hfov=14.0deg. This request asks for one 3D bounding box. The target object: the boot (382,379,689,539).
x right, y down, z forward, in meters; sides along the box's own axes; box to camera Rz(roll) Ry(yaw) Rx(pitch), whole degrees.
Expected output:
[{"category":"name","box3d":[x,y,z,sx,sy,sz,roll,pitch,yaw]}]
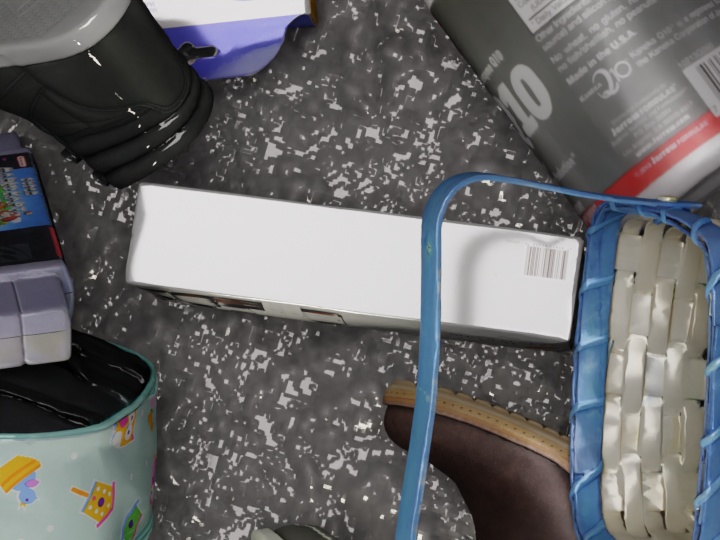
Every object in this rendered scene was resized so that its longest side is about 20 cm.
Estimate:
[{"category":"boot","box3d":[0.070,0.156,1.310,0.199,0.072,0.167,27,89,8]}]

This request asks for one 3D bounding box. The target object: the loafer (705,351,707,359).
[{"category":"loafer","box3d":[0.245,0.075,1.303,0.199,0.070,0.075,31,88,7]}]

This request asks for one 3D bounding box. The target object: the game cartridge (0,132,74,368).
[{"category":"game cartridge","box3d":[-0.196,-0.009,1.281,0.129,0.200,0.039,-11,116,-8]}]

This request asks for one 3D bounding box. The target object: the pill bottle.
[{"category":"pill bottle","box3d":[0.098,-0.119,1.312,0.114,0.114,0.200,-36,82,1]}]

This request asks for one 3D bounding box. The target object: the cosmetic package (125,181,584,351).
[{"category":"cosmetic package","box3d":[0.000,0.000,1.326,0.199,0.083,0.051,7,88,6]}]

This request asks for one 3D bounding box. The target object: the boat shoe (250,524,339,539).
[{"category":"boat shoe","box3d":[0.013,0.162,1.276,0.060,0.202,0.072,-22,120,-19]}]

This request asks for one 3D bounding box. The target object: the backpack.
[{"category":"backpack","box3d":[-0.186,0.091,1.289,0.199,0.176,0.154,-2,101,6]}]

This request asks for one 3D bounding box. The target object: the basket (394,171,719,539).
[{"category":"basket","box3d":[0.113,0.055,1.209,0.199,0.139,0.177,4,96,-24]}]

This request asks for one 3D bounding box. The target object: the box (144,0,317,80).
[{"category":"box","box3d":[-0.086,-0.186,1.372,0.118,0.041,0.201,-5,87,5]}]

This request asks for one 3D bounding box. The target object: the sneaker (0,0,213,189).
[{"category":"sneaker","box3d":[-0.145,-0.081,1.328,0.099,0.199,0.071,51,61,-29]}]
